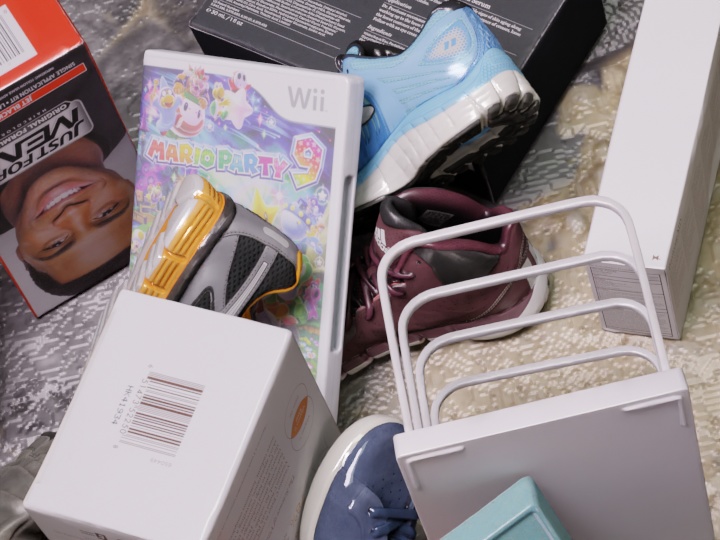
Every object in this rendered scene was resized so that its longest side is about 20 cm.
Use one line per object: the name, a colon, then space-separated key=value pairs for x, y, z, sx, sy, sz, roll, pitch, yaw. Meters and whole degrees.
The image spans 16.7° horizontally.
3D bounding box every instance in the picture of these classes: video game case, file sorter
video game case: x=-0.067 y=-0.014 z=1.342 sx=0.143 sy=0.018 sz=0.201 roll=11 pitch=100 yaw=35
file sorter: x=0.095 y=0.075 z=1.239 sx=0.138 sy=0.200 sz=0.125 roll=-13 pitch=55 yaw=5

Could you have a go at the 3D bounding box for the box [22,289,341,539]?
box: x=-0.076 y=0.117 z=1.249 sx=0.097 sy=0.200 sz=0.125 roll=13 pitch=64 yaw=20

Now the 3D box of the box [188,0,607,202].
box: x=0.023 y=-0.146 z=1.447 sx=0.200 sy=0.079 sz=0.141 roll=25 pitch=73 yaw=24

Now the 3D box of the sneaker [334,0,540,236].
sneaker: x=0.013 y=-0.081 z=1.353 sx=0.200 sy=0.078 sz=0.090 roll=-34 pitch=72 yaw=37

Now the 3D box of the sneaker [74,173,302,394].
sneaker: x=-0.100 y=0.037 z=1.315 sx=0.077 sy=0.200 sz=0.078 roll=22 pitch=44 yaw=-14

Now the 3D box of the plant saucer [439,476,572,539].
plant saucer: x=0.105 y=0.195 z=1.183 sx=0.070 sy=0.200 sz=0.019 roll=-36 pitch=23 yaw=-6

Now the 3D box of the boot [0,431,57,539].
boot: x=-0.186 y=0.137 z=1.283 sx=0.131 sy=0.200 sz=0.068 roll=-43 pitch=104 yaw=-9

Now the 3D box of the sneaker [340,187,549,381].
sneaker: x=0.000 y=0.000 z=1.347 sx=0.199 sy=0.116 sz=0.076 roll=-16 pitch=59 yaw=3

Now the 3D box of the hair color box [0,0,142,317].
hair color box: x=-0.181 y=-0.066 z=1.375 sx=0.101 sy=0.200 sz=0.061 roll=-31 pitch=59 yaw=-6

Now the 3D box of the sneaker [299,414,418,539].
sneaker: x=0.015 y=0.175 z=1.231 sx=0.084 sy=0.075 sz=0.201 roll=10 pitch=94 yaw=45

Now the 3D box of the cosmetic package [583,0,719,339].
cosmetic package: x=0.171 y=-0.070 z=1.369 sx=0.050 sy=0.083 sz=0.200 roll=8 pitch=63 yaw=16
